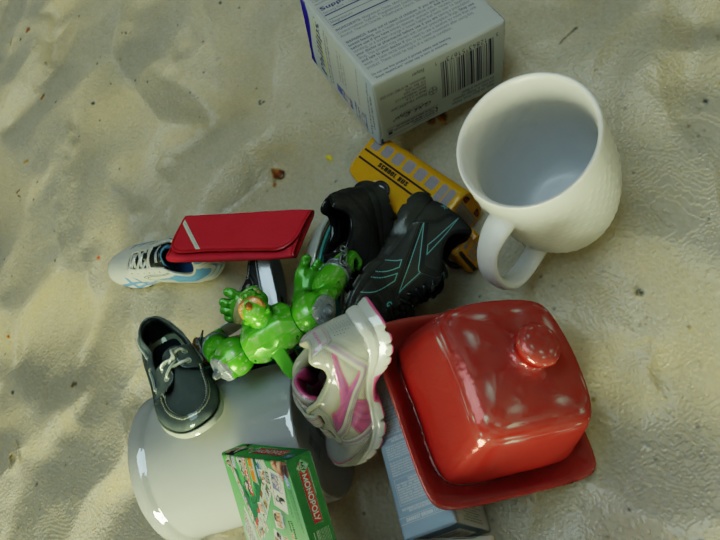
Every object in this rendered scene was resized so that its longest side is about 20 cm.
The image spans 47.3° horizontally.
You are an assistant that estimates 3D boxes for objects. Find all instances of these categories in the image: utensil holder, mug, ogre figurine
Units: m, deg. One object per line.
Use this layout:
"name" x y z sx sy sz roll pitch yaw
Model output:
"utensil holder" -0.127 0.197 0.919 0.199 0.170 0.171 -19 62 17
"mug" 0.185 -0.073 0.856 0.147 0.175 0.201 27 84 34
"ogre figurine" -0.087 0.051 0.860 0.198 0.099 0.120 -12 21 1

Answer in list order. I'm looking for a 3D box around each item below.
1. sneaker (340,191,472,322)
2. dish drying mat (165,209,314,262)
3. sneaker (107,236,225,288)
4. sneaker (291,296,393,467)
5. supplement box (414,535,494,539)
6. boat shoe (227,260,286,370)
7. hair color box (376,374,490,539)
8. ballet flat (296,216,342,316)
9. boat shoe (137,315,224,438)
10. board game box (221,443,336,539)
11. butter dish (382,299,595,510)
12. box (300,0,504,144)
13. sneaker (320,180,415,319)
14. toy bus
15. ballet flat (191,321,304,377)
"sneaker" 0.045 0.010 0.874 0.079 0.075 0.201 29 78 13
"dish drying mat" -0.156 -0.045 1.043 0.198 0.018 0.077 -1 50 29
"sneaker" -0.281 -0.016 1.148 0.198 0.072 0.073 -5 69 28
"sneaker" -0.027 0.118 0.806 0.088 0.201 0.081 -13 37 -21
"supplement box" 0.076 0.351 0.746 0.125 0.073 0.202 -12 94 24
"boat shoe" -0.130 0.040 1.041 0.067 0.074 0.201 -13 72 7
"hair color box" 0.065 0.178 0.861 0.060 0.099 0.201 -25 60 18
"ballet flat" -0.052 0.023 1.015 0.069 0.069 0.202 -6 70 26
"boat shoe" -0.202 0.110 0.886 0.072 0.062 0.200 -30 30 -10
"board game box" -0.063 0.264 0.769 0.134 0.029 0.202 -12 95 56
"butter dish" 0.138 0.100 0.780 0.198 0.148 0.201 -6 60 -24
"box" 0.050 -0.288 1.031 0.183 0.105 0.201 -27 57 -10
"sneaker" 0.000 0.000 0.948 0.076 0.090 0.202 -18 88 45
"toy bus" 0.073 -0.081 0.987 0.200 0.065 0.078 39 89 35
"ballet flat" -0.120 0.082 0.965 0.198 0.068 0.073 -15 57 21
